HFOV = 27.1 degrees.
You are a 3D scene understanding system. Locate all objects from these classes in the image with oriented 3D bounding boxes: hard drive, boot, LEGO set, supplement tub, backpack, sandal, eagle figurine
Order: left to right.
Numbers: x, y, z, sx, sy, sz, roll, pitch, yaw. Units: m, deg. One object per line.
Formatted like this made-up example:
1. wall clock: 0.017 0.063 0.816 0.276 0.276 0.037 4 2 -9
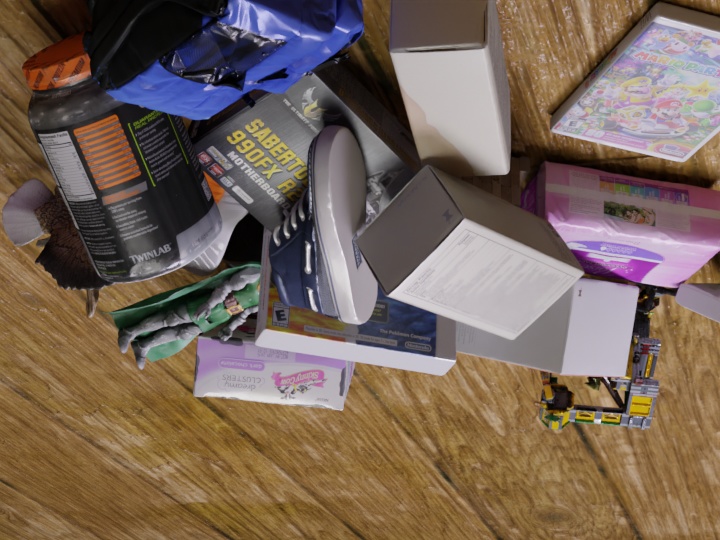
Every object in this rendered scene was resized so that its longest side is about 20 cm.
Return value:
1. eagle figurine: -0.257 -0.053 1.460 0.151 0.152 0.200 -36 -179 -17
2. supplement tub: -0.206 -0.101 1.281 0.122 0.123 0.201 -9 114 24
3. sandal: -0.146 -0.075 1.488 0.079 0.059 0.207 29 141 -1
4. backpack: -0.105 -0.196 1.109 0.167 0.163 0.200 19 150 -38
5. boot: -0.044 -0.041 1.328 0.090 0.073 0.201 10 127 24
6. boot: -0.050 0.003 1.629 0.199 0.074 0.151 3 154 9
7. LEGO set: 0.264 0.076 1.627 0.153 0.201 0.116 12 149 11
8. hard drive: 0.427 0.048 1.576 0.132 0.026 0.200 26 -167 30

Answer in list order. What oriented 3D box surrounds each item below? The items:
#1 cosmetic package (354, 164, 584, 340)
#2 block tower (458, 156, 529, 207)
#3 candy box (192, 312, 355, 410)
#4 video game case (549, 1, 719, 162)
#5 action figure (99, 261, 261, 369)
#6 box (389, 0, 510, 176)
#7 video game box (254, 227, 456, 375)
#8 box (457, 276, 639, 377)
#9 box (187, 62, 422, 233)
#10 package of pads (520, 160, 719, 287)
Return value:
1. cosmetic package: 0.101 -0.012 1.345 0.104 0.073 0.200 -45 142 19
2. block tower: 0.062 -0.090 1.441 0.199 0.058 0.054 8 155 -13
3. candy box: -0.091 0.093 1.700 0.167 0.072 0.200 6 -170 2
4. video game case: 0.274 -0.160 1.314 0.142 0.018 0.200 11 153 -16
5. action figure: -0.155 0.039 1.551 0.199 0.055 0.118 -25 149 8
6. box: 0.078 -0.165 1.238 0.077 0.095 0.200 -2 153 11
7. video game box: 0.000 0.000 1.490 0.199 0.183 0.047 10 151 -15
8. box: 0.169 0.046 1.560 0.199 0.098 0.124 10 -177 42
9. box: -0.035 -0.095 1.353 0.158 0.048 0.200 -27 125 31
10. package of pads: 0.256 -0.043 1.496 0.199 0.076 0.121 8 155 -10
